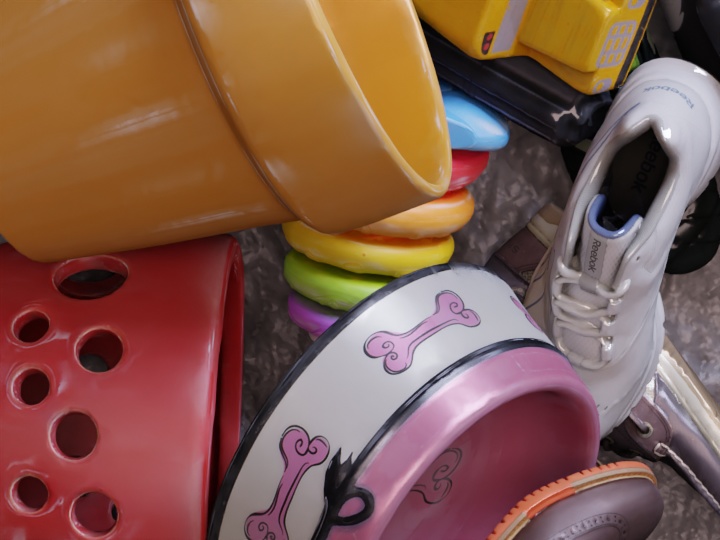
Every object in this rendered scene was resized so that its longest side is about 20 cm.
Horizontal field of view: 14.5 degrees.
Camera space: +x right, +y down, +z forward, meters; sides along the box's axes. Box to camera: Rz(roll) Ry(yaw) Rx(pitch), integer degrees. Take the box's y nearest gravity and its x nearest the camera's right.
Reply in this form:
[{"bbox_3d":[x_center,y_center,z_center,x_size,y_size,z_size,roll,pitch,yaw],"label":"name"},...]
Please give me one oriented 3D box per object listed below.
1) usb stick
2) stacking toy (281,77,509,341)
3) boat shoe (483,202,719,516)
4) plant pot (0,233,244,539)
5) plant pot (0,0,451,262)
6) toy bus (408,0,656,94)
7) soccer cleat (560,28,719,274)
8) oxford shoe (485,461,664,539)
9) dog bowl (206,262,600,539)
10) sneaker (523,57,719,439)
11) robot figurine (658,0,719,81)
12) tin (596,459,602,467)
[{"bbox_3d":[0.033,-0.119,1.385,0.200,0.055,0.033,31,116,19],"label":"usb stick"},{"bbox_3d":[0.000,0.000,1.406,0.116,0.110,0.201,9,105,-4],"label":"stacking toy"},{"bbox_3d":[0.134,0.061,1.425,0.065,0.072,0.200,-37,92,4],"label":"boat shoe"},{"bbox_3d":[-0.150,0.079,1.337,0.182,0.200,0.201,1,91,1],"label":"plant pot"},{"bbox_3d":[-0.082,-0.093,1.252,0.183,0.200,0.201,-22,93,14],"label":"plant pot"},{"bbox_3d":[0.048,-0.159,1.359,0.200,0.078,0.065,41,125,32],"label":"toy bus"},{"bbox_3d":[0.125,-0.089,1.412,0.067,0.081,0.200,-25,93,-4],"label":"soccer cleat"},{"bbox_3d":[0.074,0.157,1.259,0.200,0.071,0.072,-35,55,-28],"label":"oxford shoe"},{"bbox_3d":[0.028,0.100,1.283,0.074,0.200,0.200,37,88,31],"label":"dog bowl"},{"bbox_3d":[0.112,-0.002,1.337,0.074,0.087,0.201,20,110,15],"label":"sneaker"},{"bbox_3d":[0.215,-0.129,1.384,0.150,0.125,0.200,-26,95,-17],"label":"robot figurine"},{"bbox_3d":[0.034,0.116,1.405,0.199,0.042,0.112,16,108,-19],"label":"tin"}]
